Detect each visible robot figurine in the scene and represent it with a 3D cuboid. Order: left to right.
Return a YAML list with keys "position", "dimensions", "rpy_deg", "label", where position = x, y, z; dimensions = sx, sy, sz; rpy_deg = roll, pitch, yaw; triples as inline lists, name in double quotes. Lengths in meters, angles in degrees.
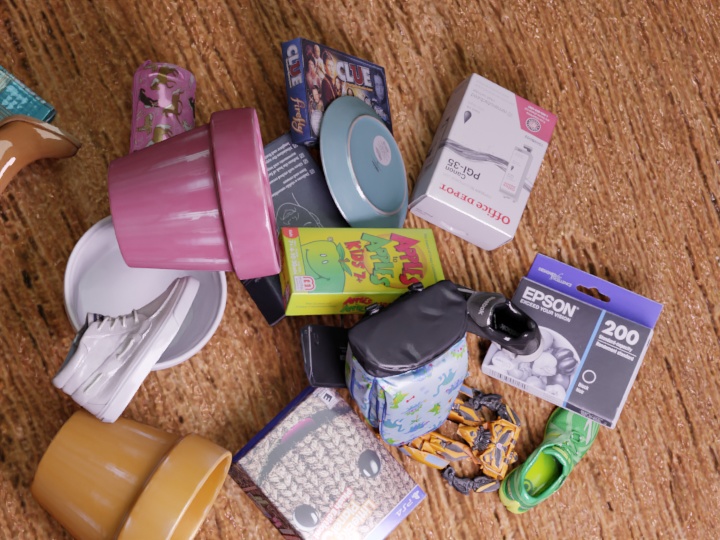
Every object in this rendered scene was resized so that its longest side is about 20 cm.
- position: [0.128, 0.216, 1.631]
  dimensions: [0.199, 0.058, 0.146]
  rpy_deg: [24, 74, -11]
  label: "robot figurine"

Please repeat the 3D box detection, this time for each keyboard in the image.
- position: [-0.027, 0.088, 1.559]
  dimensions: [0.020, 0.200, 0.128]
  rpy_deg: [-6, 81, 24]
  label: "keyboard"

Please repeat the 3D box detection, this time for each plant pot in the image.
- position: [-0.281, 0.260, 1.440]
  dimensions: [0.182, 0.200, 0.201]
  rpy_deg: [29, 72, 6]
  label: "plant pot"
- position: [-0.195, -0.080, 1.421]
  dimensions: [0.178, 0.200, 0.201]
  rpy_deg: [-10, 82, -2]
  label: "plant pot"

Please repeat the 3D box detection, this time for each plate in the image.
- position: [0.015, -0.136, 1.594]
  dimensions: [0.200, 0.025, 0.202]
  rpy_deg: [28, 55, -48]
  label: "plate"

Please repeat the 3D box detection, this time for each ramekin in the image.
- position: [-0.274, 0.030, 1.522]
  dimensions: [0.199, 0.105, 0.202]
  rpy_deg: [3, 79, -16]
  label: "ramekin"

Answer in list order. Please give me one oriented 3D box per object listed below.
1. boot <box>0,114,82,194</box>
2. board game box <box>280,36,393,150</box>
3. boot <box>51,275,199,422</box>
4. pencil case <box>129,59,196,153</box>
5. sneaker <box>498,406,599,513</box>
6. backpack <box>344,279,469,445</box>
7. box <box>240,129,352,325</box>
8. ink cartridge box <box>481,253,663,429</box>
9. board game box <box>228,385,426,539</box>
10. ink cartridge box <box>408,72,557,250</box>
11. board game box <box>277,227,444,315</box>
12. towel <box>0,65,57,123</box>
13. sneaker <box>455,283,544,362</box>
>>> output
- position: [-0.451, -0.112, 1.490]
  dimensions: [0.198, 0.074, 0.156]
  rpy_deg: [6, 75, -1]
  label: "boot"
- position: [-0.026, -0.224, 1.622]
  dimensions: [0.199, 0.034, 0.137]
  rpy_deg: [5, 75, -56]
  label: "board game box"
- position: [-0.276, 0.071, 1.418]
  dimensions: [0.095, 0.073, 0.201]
  rpy_deg: [36, 72, -13]
  label: "boot"
- position: [-0.262, -0.169, 1.578]
  dimensions: [0.082, 0.087, 0.202]
  rpy_deg: [0, 77, 15]
  label: "pencil case"
- position: [0.273, 0.254, 1.655]
  dimensions: [0.074, 0.084, 0.200]
  rpy_deg: [43, 69, -5]
  label: "sneaker"
- position: [0.054, 0.124, 1.499]
  dimensions: [0.162, 0.200, 0.154]
  rpy_deg: [-26, 76, -25]
  label: "backpack"
- position: [-0.103, -0.055, 1.589]
  dimensions: [0.148, 0.107, 0.201]
  rpy_deg: [-33, 89, -20]
  label: "box"
- position: [0.297, 0.089, 1.680]
  dimensions: [0.197, 0.043, 0.201]
  rpy_deg: [22, 72, 14]
  label: "ink cartridge box"
- position: [-0.047, 0.269, 1.548]
  dimensions: [0.159, 0.097, 0.200]
  rpy_deg: [-43, 93, -19]
  label: "board game box"
- position: [0.173, -0.151, 1.704]
  dimensions: [0.146, 0.083, 0.201]
  rpy_deg: [25, 73, -11]
  label: "ink cartridge box"
- position: [0.000, 0.000, 1.508]
  dimensions: [0.199, 0.048, 0.102]
  rpy_deg: [0, 54, -17]
  label: "board game box"
- position: [-0.511, -0.214, 1.541]
  dimensions: [0.200, 0.022, 0.147]
  rpy_deg: [39, 71, -6]
  label: "towel"
- position: [0.159, 0.054, 1.633]
  dimensions: [0.199, 0.091, 0.067]
  rpy_deg: [25, 71, 13]
  label: "sneaker"
